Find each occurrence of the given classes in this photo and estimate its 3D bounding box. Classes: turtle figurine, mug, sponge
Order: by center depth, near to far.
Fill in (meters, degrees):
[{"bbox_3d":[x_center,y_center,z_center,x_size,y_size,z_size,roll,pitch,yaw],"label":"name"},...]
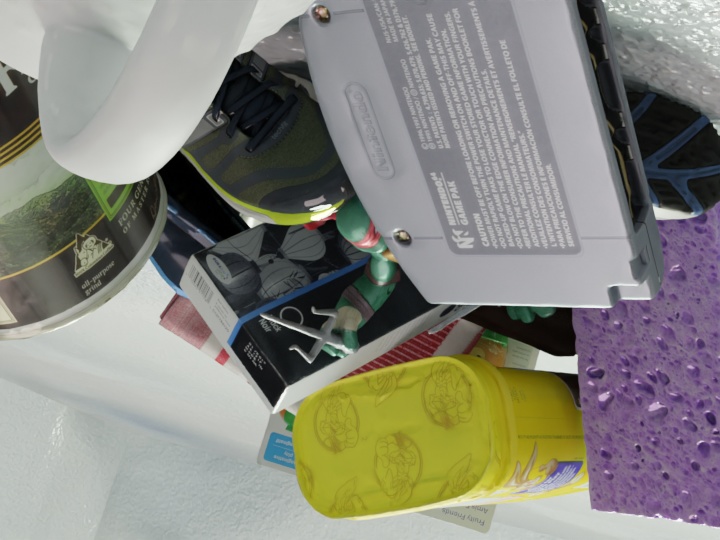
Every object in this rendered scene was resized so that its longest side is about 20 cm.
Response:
[{"bbox_3d":[-0.049,-0.120,0.392,0.147,0.201,0.175,19,160,-28],"label":"mug"},{"bbox_3d":[0.048,-0.010,0.749,0.200,0.101,0.149,1,168,-43],"label":"turtle figurine"},{"bbox_3d":[0.174,0.048,0.804,0.030,0.201,0.111,-13,-171,-40],"label":"sponge"}]

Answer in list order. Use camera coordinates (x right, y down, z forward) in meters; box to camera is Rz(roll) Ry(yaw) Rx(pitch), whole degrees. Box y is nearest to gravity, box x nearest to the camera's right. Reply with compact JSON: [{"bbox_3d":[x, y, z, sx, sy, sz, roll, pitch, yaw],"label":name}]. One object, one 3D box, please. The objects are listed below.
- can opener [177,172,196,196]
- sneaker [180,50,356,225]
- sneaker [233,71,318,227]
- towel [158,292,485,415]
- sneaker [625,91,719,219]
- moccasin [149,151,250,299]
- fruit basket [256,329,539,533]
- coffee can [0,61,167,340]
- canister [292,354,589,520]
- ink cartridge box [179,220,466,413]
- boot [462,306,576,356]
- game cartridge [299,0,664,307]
[{"bbox_3d":[-0.145,-0.075,0.977,0.052,0.067,0.200,16,170,-20],"label":"can opener"},{"bbox_3d":[-0.078,-0.093,0.718,0.200,0.074,0.081,33,166,26],"label":"sneaker"},{"bbox_3d":[-0.038,-0.073,0.872,0.079,0.078,0.200,-6,170,-15],"label":"sneaker"},{"bbox_3d":[-0.024,0.035,0.994,0.200,0.144,0.023,34,-172,-6],"label":"towel"},{"bbox_3d":[0.082,-0.066,0.698,0.199,0.076,0.077,22,161,-15],"label":"sneaker"},{"bbox_3d":[-0.128,-0.077,0.854,0.068,0.081,0.200,-27,110,39],"label":"moccasin"},{"bbox_3d":[0.036,0.075,1.045,0.185,0.201,0.094,17,167,4],"label":"fruit basket"},{"bbox_3d":[-0.201,-0.082,0.706,0.146,0.147,0.200,10,144,27],"label":"coffee can"},{"bbox_3d":[0.075,0.109,0.900,0.148,0.087,0.200,-17,164,35],"label":"canister"},{"bbox_3d":[0.000,0.000,0.840,0.100,0.200,0.039,51,143,16],"label":"ink cartridge box"},{"bbox_3d":[0.066,0.029,0.907,0.199,0.187,0.064,22,139,-2],"label":"boot"},{"bbox_3d":[0.048,-0.071,0.601,0.133,0.041,0.200,-1,127,28],"label":"game cartridge"}]
